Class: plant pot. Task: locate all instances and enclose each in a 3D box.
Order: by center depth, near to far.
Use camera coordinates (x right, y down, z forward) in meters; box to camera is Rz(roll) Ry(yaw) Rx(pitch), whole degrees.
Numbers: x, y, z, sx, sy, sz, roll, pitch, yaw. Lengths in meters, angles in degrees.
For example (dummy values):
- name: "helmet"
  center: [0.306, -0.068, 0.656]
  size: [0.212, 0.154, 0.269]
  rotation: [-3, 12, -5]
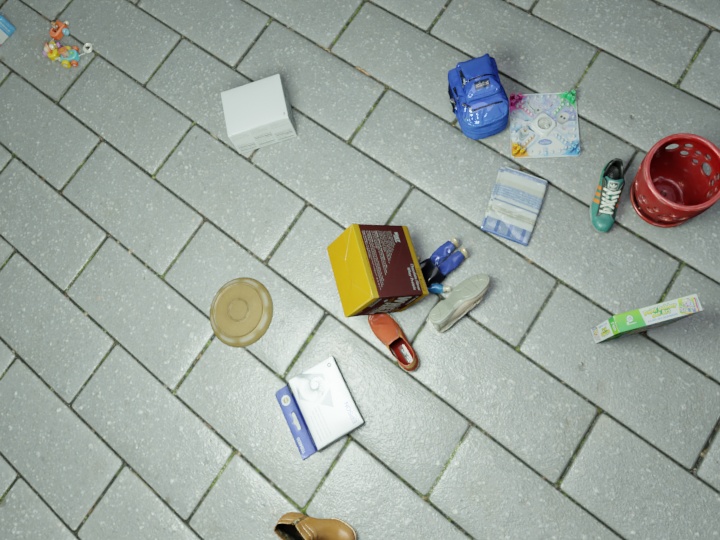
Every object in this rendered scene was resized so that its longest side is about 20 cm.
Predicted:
- name: "plant pot"
  center: [0.804, -0.218, 1.423]
  size: [0.193, 0.183, 0.208]
  rotation: [-2, 74, 7]
- name: "plant pot"
  center: [-0.348, 0.116, 1.589]
  size: [0.192, 0.028, 0.208]
  rotation: [-2, 74, 7]

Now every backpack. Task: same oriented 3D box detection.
- name: "backpack"
  center: [0.337, -0.492, 1.583]
  size: [0.157, 0.168, 0.207]
  rotation: [-16, 76, 11]

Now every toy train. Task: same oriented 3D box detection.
- name: "toy train"
  center: [-1.045, -0.803, 1.936]
  size: [0.197, 0.056, 0.152]
  rotation: [34, 82, 16]

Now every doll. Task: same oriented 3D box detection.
- name: "doll"
  center: [0.207, 0.004, 1.524]
  size: [0.199, 0.049, 0.137]
  rotation: [-40, 72, -4]

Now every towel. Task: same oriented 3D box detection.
- name: "towel"
  center: [0.432, -0.184, 1.555]
  size: [0.143, 0.024, 0.206]
  rotation: [19, 80, 11]

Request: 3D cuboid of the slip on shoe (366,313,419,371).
- name: "slip on shoe"
  center: [0.087, 0.183, 1.486]
  size: [0.073, 0.061, 0.202]
  rotation: [-37, 71, -1]

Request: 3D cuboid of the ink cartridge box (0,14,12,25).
- name: "ink cartridge box"
  center: [-1.365, -0.848, 1.991]
  size: [0.114, 0.068, 0.202]
  rotation: [36, 83, 16]

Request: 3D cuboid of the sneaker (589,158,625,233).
- name: "sneaker"
  center: [0.669, -0.207, 1.493]
  size: [0.069, 0.080, 0.207]
  rotation: [11, 77, 11]

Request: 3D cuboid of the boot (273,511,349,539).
- name: "boot"
  center: [-0.110, 0.637, 1.340]
  size: [0.194, 0.156, 0.079]
  rotation: [18, 77, 13]

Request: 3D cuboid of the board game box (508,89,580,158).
- name: "board game box"
  center: [0.534, -0.428, 1.605]
  size: [0.192, 0.026, 0.208]
  rotation: [0, 75, 9]

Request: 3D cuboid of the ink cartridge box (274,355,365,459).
- name: "ink cartridge box"
  center: [-0.115, 0.365, 1.476]
  size: [0.196, 0.041, 0.203]
  rotation: [-30, 72, 0]

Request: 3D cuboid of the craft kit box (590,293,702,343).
- name: "craft kit box"
  center: [0.685, 0.121, 1.340]
  size: [0.193, 0.198, 0.050]
  rotation: [-16, 71, 4]

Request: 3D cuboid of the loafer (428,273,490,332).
- name: "loafer"
  center: [0.272, 0.088, 1.492]
  size: [0.198, 0.064, 0.072]
  rotation: [-37, 39, -6]

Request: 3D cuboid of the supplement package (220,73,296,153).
- name: "supplement package"
  center: [-0.313, -0.483, 1.706]
  size: [0.193, 0.111, 0.161]
  rotation: [-15, 73, 3]

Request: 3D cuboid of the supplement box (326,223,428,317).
- name: "supplement box"
  center: [0.044, 0.000, 1.454]
  size: [0.195, 0.132, 0.203]
  rotation: [-2, 67, -39]
